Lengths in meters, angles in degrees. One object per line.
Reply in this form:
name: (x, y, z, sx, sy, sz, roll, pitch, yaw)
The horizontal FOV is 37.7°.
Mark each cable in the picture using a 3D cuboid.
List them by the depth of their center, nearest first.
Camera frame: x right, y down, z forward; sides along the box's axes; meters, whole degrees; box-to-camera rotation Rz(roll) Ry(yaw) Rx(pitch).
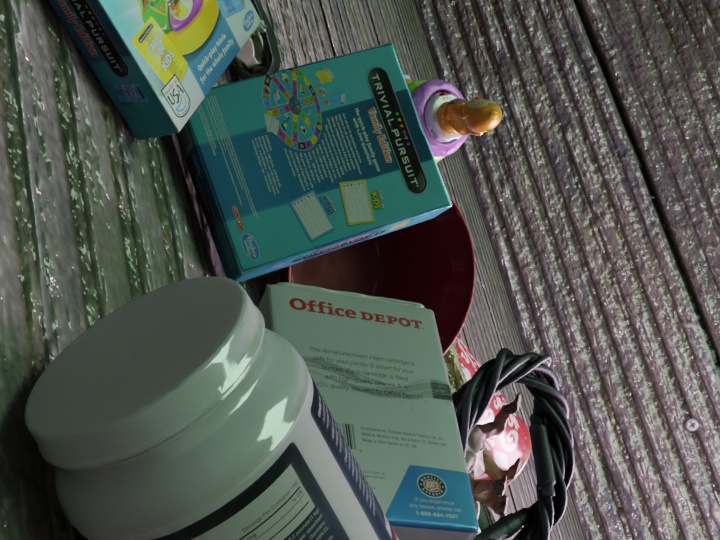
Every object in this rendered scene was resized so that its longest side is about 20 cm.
cable: (0.125, 0.164, 0.900, 0.163, 0.201, 0.051, 42, -20, -23)

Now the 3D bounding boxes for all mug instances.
mug: (0.096, 0.167, 1.308, 0.134, 0.176, 0.201, -56, 130, -29)

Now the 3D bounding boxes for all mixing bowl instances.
mixing bowl: (0.000, 0.000, 1.004, 0.108, 0.199, 0.202, 10, -52, 61)

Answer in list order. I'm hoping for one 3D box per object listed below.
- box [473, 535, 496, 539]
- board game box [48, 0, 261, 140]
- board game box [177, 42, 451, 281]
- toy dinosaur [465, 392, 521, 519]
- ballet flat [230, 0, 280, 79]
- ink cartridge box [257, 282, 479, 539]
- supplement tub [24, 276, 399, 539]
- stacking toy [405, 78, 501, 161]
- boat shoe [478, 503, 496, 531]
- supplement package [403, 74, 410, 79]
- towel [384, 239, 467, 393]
box: (0.045, 0.254, 0.782, 0.198, 0.036, 0.144, 20, 41, -17)
board game box: (-0.164, -0.224, 0.773, 0.201, 0.046, 0.152, 61, 39, -34)
board game box: (-0.040, -0.092, 0.887, 0.047, 0.198, 0.153, -30, -101, 66)
toy dinosaur: (0.078, 0.170, 0.989, 0.201, 0.134, 0.086, 78, 27, -49)
ballet flat: (-0.135, -0.280, 1.066, 0.073, 0.072, 0.202, -80, 150, -66)
ink cartridge box: (-0.007, 0.119, 0.791, 0.084, 0.143, 0.202, 118, -27, -42)
supplement tub: (-0.070, 0.120, 0.553, 0.141, 0.139, 0.201, -86, 153, -61)
stacking toy: (0.059, -0.137, 0.983, 0.115, 0.199, 0.111, -10, 95, -33)
boat shoe: (0.080, 0.215, 1.076, 0.200, 0.070, 0.064, 50, -34, 19)
supplement package: (-0.004, -0.141, 1.199, 0.112, 0.154, 0.200, 66, 13, -5)
towel: (0.036, 0.070, 1.129, 0.036, 0.148, 0.202, -21, 92, -38)
